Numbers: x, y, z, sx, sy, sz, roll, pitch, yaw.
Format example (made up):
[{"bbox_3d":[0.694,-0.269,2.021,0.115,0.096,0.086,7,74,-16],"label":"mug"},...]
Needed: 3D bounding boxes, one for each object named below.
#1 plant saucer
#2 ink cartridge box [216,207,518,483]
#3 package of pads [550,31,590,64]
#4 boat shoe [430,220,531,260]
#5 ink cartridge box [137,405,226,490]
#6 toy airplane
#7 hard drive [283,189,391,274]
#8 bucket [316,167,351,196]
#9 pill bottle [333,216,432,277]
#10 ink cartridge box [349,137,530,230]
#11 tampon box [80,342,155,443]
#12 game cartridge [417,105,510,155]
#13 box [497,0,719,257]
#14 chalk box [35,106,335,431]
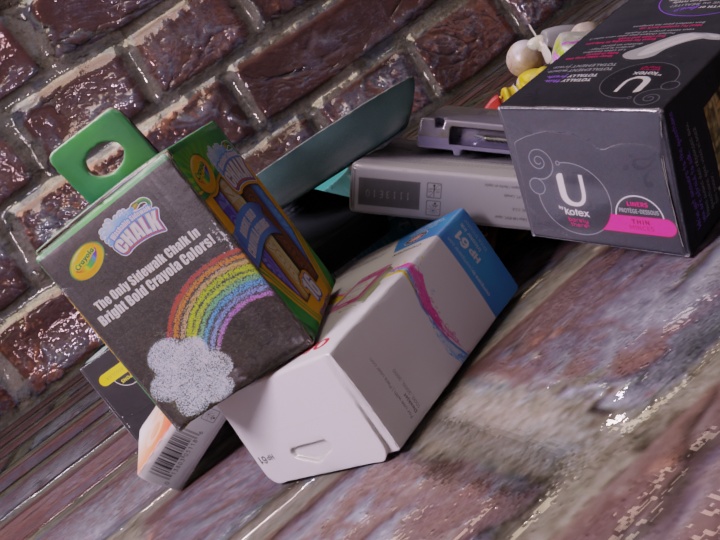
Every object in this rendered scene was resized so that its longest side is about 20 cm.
[{"bbox_3d":[-0.027,-0.104,0.790,0.199,0.036,0.200,-32,6,4],"label":"plant saucer"},{"bbox_3d":[0.007,0.054,0.656,0.144,0.085,0.200,-26,15,44],"label":"ink cartridge box"},{"bbox_3d":[0.255,-0.185,0.823,0.153,0.069,0.200,3,19,12],"label":"package of pads"},{"bbox_3d":[0.134,-0.050,0.814,0.067,0.073,0.200,11,36,32],"label":"boat shoe"},{"bbox_3d":[-0.159,0.086,0.852,0.163,0.050,0.200,-56,27,15],"label":"ink cartridge box"},{"bbox_3d":[0.234,-0.223,1.043,0.198,0.142,0.200,-16,-23,-50],"label":"toy airplane"},{"bbox_3d":[-0.074,-0.026,0.819,0.139,0.033,0.200,-36,23,-16],"label":"hard drive"},{"bbox_3d":[-0.050,-0.020,1.064,0.206,0.135,0.207,-33,9,6],"label":"bucket"},{"bbox_3d":[0.000,0.000,0.868,0.199,0.111,0.111,-35,9,2],"label":"pill bottle"},{"bbox_3d":[0.106,-0.078,0.762,0.198,0.044,0.174,7,16,12],"label":"ink cartridge box"},{"bbox_3d":[-0.257,0.113,1.160,0.149,0.127,0.200,-36,10,-2],"label":"tampon box"},{"bbox_3d":[0.159,-0.119,0.779,0.198,0.039,0.130,8,13,14],"label":"game cartridge"},{"bbox_3d":[0.207,-0.111,0.606,0.122,0.107,0.200,11,42,46],"label":"box"},{"bbox_3d":[-0.128,-0.018,0.618,0.124,0.201,0.124,-33,11,14],"label":"chalk box"}]
